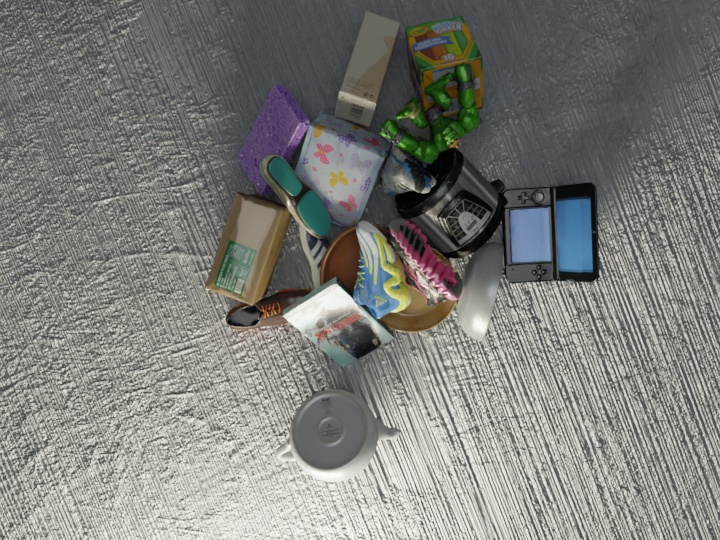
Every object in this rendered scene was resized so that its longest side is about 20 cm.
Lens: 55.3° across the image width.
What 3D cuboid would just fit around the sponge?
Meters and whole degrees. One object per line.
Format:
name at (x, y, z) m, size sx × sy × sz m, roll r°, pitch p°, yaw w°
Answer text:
sponge at (-0.179, -0.260, 1.385) m, size 0.112 × 0.030 × 0.201 m, roll 56°, pitch 132°, yaw 22°

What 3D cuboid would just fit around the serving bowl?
serving bowl at (0.235, 0.037, 1.391) m, size 0.065 × 0.200 × 0.203 m, roll 13°, pitch 93°, yaw 5°

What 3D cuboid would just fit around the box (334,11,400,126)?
box at (0.014, -0.405, 1.384) m, size 0.077 × 0.095 × 0.202 m, roll 17°, pitch 71°, yaw -3°

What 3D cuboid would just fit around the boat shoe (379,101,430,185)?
boat shoe at (0.103, -0.261, 1.437) m, size 0.074 × 0.068 × 0.202 m, roll 23°, pitch 93°, yaw -1°

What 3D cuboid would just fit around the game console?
game console at (0.389, -0.074, 1.423) m, size 0.168 × 0.118 × 0.203 m, roll -3°, pitch 93°, yaw 0°

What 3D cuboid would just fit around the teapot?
teapot at (-0.052, 0.355, 1.440) m, size 0.199 × 0.147 × 0.198 m, roll 28°, pitch 71°, yaw 23°

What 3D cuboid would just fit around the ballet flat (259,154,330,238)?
ballet flat at (-0.130, -0.150, 1.372) m, size 0.067 × 0.062 × 0.201 m, roll -45°, pitch 116°, yaw -21°

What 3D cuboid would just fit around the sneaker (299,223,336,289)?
sneaker at (-0.073, -0.040, 1.448) m, size 0.083 × 0.075 × 0.203 m, roll -16°, pitch 105°, yaw 1°

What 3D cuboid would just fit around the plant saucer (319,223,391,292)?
plant saucer at (0.000, 0.000, 1.430) m, size 0.198 × 0.037 × 0.203 m, roll -9°, pitch 108°, yaw -28°

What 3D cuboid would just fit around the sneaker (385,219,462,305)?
sneaker at (0.107, -0.008, 1.340) m, size 0.200 × 0.079 × 0.095 m, roll 50°, pitch 135°, yaw -9°

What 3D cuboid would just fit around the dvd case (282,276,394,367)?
dvd case at (-0.043, 0.111, 1.413) m, size 0.145 × 0.022 × 0.200 m, roll -31°, pitch 123°, yaw 21°

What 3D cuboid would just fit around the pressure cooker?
pressure cooker at (0.191, -0.127, 1.381) m, size 0.200 × 0.175 × 0.180 m, roll 41°, pitch 57°, yaw -27°

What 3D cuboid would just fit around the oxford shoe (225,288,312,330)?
oxford shoe at (-0.188, 0.088, 1.454) m, size 0.197 × 0.073 × 0.072 m, roll -18°, pitch 92°, yaw 1°

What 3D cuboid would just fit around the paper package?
paper package at (-0.221, -0.049, 1.389) m, size 0.102 × 0.191 × 0.202 m, roll 19°, pitch 94°, yaw 0°

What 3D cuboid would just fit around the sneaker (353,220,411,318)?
sneaker at (0.022, 0.008, 1.330) m, size 0.105 × 0.076 × 0.201 m, roll -35°, pitch 110°, yaw -16°

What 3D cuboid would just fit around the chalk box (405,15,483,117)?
chalk box at (0.162, -0.420, 1.381) m, size 0.123 × 0.125 × 0.202 m, roll -14°, pitch 50°, yaw 0°

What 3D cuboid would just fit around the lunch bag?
lunch bag at (-0.049, -0.198, 1.413) m, size 0.168 × 0.128 × 0.202 m, roll 22°, pitch 120°, yaw 0°

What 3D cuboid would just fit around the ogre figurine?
ogre figurine at (0.147, -0.284, 1.292) m, size 0.200 × 0.098 × 0.120 m, roll -43°, pitch 109°, yaw -12°

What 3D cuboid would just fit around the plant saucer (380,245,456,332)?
plant saucer at (0.102, 0.031, 1.411) m, size 0.197 × 0.036 × 0.203 m, roll 2°, pitch 114°, yaw 5°

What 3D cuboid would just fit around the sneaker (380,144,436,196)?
sneaker at (0.083, -0.172, 1.321) m, size 0.074 × 0.200 × 0.087 m, roll 31°, pitch 104°, yaw -20°
